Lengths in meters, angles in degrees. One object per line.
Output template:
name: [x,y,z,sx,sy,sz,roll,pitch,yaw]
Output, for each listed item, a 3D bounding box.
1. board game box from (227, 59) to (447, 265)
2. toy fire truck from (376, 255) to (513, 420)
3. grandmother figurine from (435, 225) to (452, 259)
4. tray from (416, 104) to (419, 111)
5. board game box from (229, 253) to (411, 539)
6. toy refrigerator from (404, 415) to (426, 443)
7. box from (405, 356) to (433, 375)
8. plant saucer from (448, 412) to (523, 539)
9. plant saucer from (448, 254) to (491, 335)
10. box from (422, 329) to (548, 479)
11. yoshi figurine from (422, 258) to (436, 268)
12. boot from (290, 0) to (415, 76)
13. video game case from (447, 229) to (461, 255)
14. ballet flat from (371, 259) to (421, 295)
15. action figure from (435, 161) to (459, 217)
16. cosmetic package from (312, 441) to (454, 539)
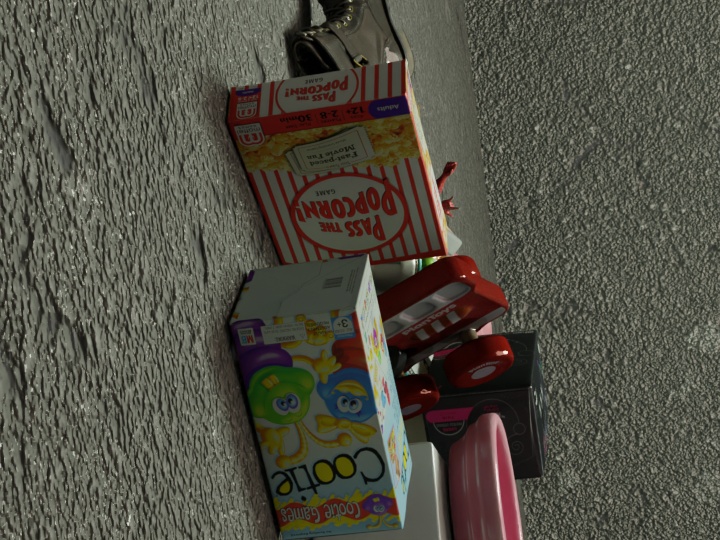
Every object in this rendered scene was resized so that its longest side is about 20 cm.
board game box: [-0.015,-0.084,1.295,0.200,0.151,0.046,71,15,-47]
toy fire truck: [0.036,0.056,1.385,0.168,0.200,0.112,26,39,-59]
grandmother figurine: [0.039,-0.086,1.720,0.200,0.060,0.121,53,11,-28]
tray: [0.049,-0.097,1.881,0.099,0.037,0.201,144,-55,-65]
board game box: [-0.029,0.103,1.215,0.105,0.103,0.201,-76,156,-65]
toy refrigerator: [0.061,0.179,1.751,0.200,0.076,0.070,-38,120,-79]
box: [0.044,0.103,1.706,0.082,0.049,0.200,59,11,0]
plant saucer: [0.119,0.236,1.410,0.201,0.051,0.201,-9,90,-81]
plant saucer: [0.111,0.060,1.897,0.200,0.051,0.201,171,-90,-70]
box: [0.140,0.147,1.649,0.200,0.122,0.107,-63,145,-73]
yoshi figurine: [0.048,0.018,1.582,0.112,0.112,0.200,44,-12,-33]
boot: [-0.025,-0.255,1.572,0.200,0.069,0.174,56,31,0]
video game case: [0.016,-0.084,1.507,0.182,0.023,0.200,40,4,11]
ballet flat: [0.000,0.000,1.522,0.200,0.069,0.070,158,-74,-71]
action figure: [0.062,-0.118,1.639,0.065,0.099,0.201,-24,94,-54]
cosmetic package: [0.035,0.283,1.397,0.200,0.122,0.200,55,29,-67]
